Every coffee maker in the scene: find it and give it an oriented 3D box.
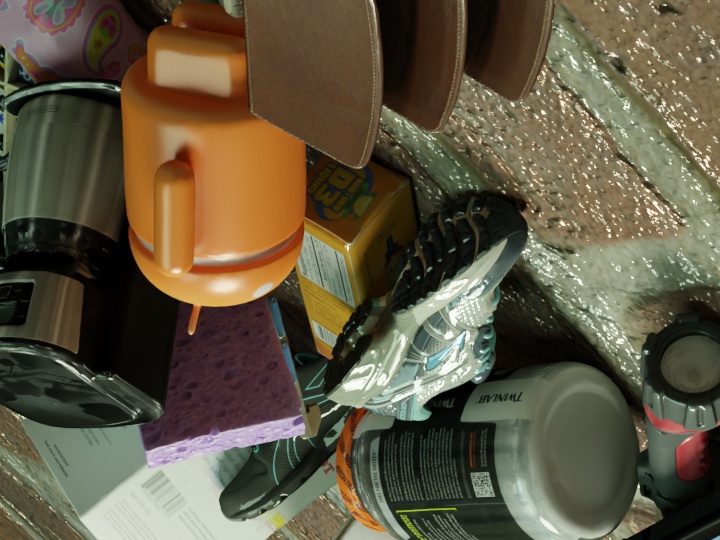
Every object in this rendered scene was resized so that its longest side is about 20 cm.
[{"bbox_3d":[-0.165,0.000,1.511,0.191,0.201,0.134,22,155,-29],"label":"coffee maker"}]

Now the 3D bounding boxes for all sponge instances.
[{"bbox_3d":[-0.117,0.043,1.592,0.030,0.111,0.201,87,166,-51],"label":"sponge"}]

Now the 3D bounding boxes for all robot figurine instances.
[{"bbox_3d":[-0.089,-0.065,1.416,0.144,0.116,0.201,-125,31,-54],"label":"robot figurine"}]

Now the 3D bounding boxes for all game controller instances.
[{"bbox_3d":[0.236,0.173,1.472,0.104,0.042,0.200,12,153,-23],"label":"game controller"}]

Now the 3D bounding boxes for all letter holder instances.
[{"bbox_3d":[0.021,-0.137,1.218,0.142,0.101,0.200,31,157,13],"label":"letter holder"}]

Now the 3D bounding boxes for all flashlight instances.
[{"bbox_3d":[0.212,0.099,1.436,0.068,0.068,0.200,48,169,29],"label":"flashlight"}]

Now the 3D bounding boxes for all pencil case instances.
[{"bbox_3d":[-0.224,-0.198,1.510,0.087,0.088,0.200,4,139,55],"label":"pencil case"}]

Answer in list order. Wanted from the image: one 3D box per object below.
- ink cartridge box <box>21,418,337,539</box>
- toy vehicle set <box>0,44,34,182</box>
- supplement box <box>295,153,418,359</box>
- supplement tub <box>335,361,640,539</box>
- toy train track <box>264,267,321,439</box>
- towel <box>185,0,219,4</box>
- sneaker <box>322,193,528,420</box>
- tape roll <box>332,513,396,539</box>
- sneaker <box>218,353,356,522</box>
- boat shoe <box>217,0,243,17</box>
[{"bbox_3d":[-0.137,0.139,1.826,0.145,0.200,0.146,47,172,51],"label":"ink cartridge box"},{"bbox_3d":[-0.255,-0.109,1.648,0.124,0.026,0.201,20,116,36],"label":"toy vehicle set"},{"bbox_3d":[0.000,0.000,1.562,0.069,0.067,0.200,33,157,22],"label":"supplement box"},{"bbox_3d":[0.083,0.130,1.566,0.199,0.123,0.123,-8,131,46],"label":"supplement tub"},{"bbox_3d":[-0.052,0.018,1.621,0.115,0.032,0.201,180,76,-82],"label":"toy train track"},{"bbox_3d":[-0.075,-0.182,1.387,0.146,0.022,0.200,9,146,53],"label":"towel"},{"bbox_3d":[0.059,0.027,1.478,0.086,0.078,0.200,25,134,-19],"label":"sneaker"},{"bbox_3d":[0.023,0.209,1.751,0.071,0.203,0.203,37,158,2],"label":"tape roll"},{"bbox_3d":[-0.042,0.112,1.734,0.079,0.200,0.075,48,-163,1],"label":"sneaker"},{"bbox_3d":[-0.061,-0.219,1.242,0.073,0.074,0.200,48,154,19],"label":"boat shoe"}]
